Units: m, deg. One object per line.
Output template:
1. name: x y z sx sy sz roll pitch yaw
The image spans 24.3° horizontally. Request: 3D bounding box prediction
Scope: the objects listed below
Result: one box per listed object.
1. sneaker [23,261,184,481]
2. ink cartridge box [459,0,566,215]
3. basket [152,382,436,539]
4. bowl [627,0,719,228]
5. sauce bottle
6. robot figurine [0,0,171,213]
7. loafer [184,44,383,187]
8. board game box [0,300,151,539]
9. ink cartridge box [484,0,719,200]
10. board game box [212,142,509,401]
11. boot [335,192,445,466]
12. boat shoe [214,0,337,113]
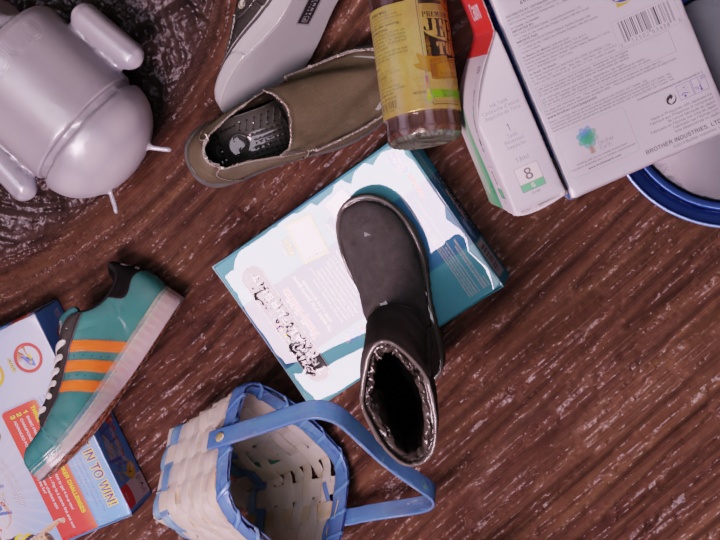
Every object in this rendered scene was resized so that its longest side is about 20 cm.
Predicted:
1. sneaker: -0.236 0.082 1.427 0.080 0.071 0.200 34 70 0
2. ink cartridge box: 0.091 -0.144 1.292 0.050 0.161 0.201 -25 96 1
3. basket: -0.060 0.170 1.381 0.199 0.140 0.176 -12 140 31
4. bowl: 0.293 -0.134 1.314 0.199 0.039 0.202 3 103 12
5. sauce bottle: 0.038 -0.199 1.328 0.064 0.065 0.201 -9 86 14
6. robot figurine: -0.255 -0.140 1.396 0.200 0.113 0.170 41 105 2
7. loafer: -0.048 -0.122 1.359 0.199 0.070 0.075 -28 96 -2
8. board game box: -0.319 0.157 1.503 0.195 0.056 0.201 -23 96 16
9. ink cartridge box: 0.177 -0.173 1.258 0.136 0.076 0.201 -23 97 0
10. board game box: 0.000 0.000 1.403 0.200 0.047 0.151 -34 93 17
11. boot: 0.019 0.039 1.278 0.072 0.200 0.183 -23 97 15
12. boat shoe: -0.065 -0.218 1.368 0.200 0.071 0.064 -55 54 25
